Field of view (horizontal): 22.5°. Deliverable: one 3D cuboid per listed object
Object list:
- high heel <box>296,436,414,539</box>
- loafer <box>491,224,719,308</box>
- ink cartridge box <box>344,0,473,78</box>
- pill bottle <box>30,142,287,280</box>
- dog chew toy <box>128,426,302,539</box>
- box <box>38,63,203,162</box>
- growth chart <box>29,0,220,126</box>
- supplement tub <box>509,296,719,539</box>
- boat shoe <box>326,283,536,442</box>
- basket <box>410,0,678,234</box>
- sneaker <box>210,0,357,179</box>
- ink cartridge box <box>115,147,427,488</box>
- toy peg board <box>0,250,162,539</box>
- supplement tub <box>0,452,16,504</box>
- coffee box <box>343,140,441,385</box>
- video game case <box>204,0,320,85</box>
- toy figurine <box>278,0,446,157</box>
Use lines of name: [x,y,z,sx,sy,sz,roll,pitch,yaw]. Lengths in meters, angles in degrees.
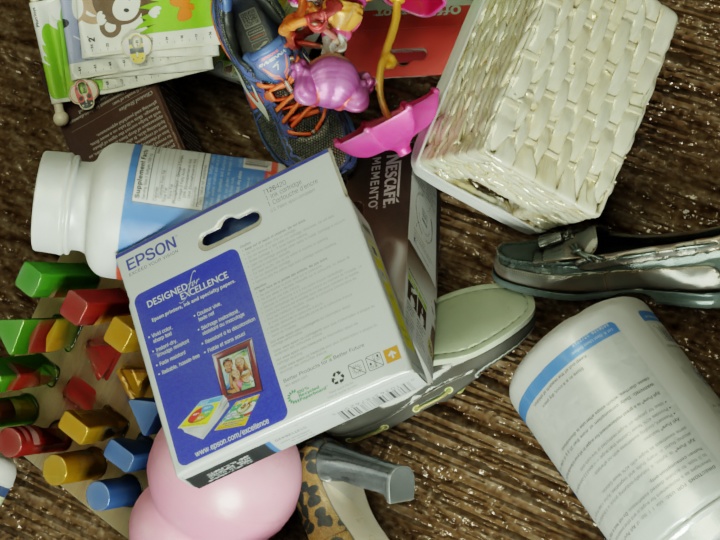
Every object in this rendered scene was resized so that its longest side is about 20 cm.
high heel: [-0.023,0.238,1.458,0.142,0.071,0.201,11,92,49]
loafer: [0.203,-0.015,1.438,0.199,0.063,0.072,4,29,14]
ink cartridge box: [0.053,-0.248,1.575,0.116,0.067,0.201,0,72,19]
pill bottle: [-0.162,-0.044,1.476,0.199,0.112,0.113,7,73,-3]
dog chew toy: [-0.129,0.201,1.449,0.124,0.124,0.200,39,115,25]
box: [-0.197,-0.108,1.603,0.100,0.075,0.201,-27,69,9]
growth chart: [-0.194,-0.221,1.559,0.199,0.018,0.145,-16,95,13]
supplement tub: [0.215,0.132,1.358,0.132,0.132,0.200,-36,64,4]
boat shoe: [0.054,0.076,1.472,0.201,0.061,0.072,-25,42,4]
basket: [0.150,-0.143,1.448,0.123,0.135,0.201,2,67,66]
sneaker: [-0.069,-0.157,1.484,0.075,0.078,0.200,-33,82,0]
ink cartridge box: [-0.072,0.036,1.377,0.197,0.047,0.201,-25,60,11]
toy peg board: [-0.228,0.099,1.502,0.199,0.098,0.201,34,106,24]
supplement tub: [-0.398,0.217,1.529,0.145,0.145,0.200,27,82,24]
coffee box: [0.000,0.000,1.466,0.113,0.080,0.201,-10,47,18]
video game case: [-0.078,-0.259,1.605,0.182,0.023,0.201,23,84,49]
toy figurine: [-0.003,-0.182,1.433,0.199,0.150,0.185,11,71,-23]
